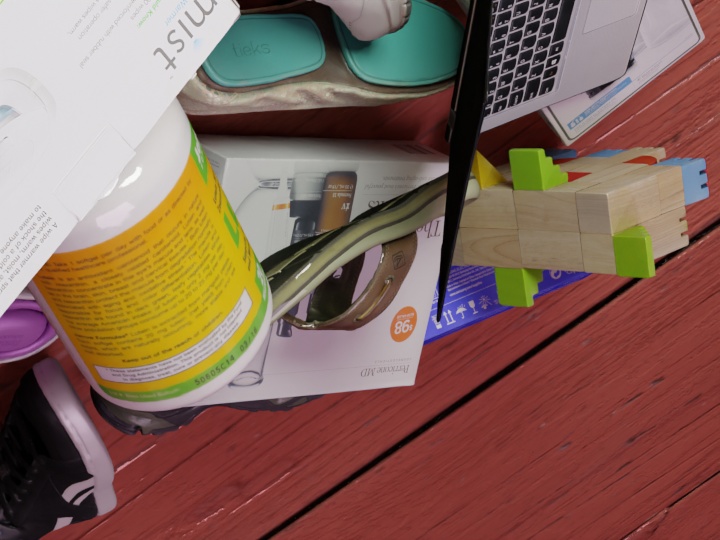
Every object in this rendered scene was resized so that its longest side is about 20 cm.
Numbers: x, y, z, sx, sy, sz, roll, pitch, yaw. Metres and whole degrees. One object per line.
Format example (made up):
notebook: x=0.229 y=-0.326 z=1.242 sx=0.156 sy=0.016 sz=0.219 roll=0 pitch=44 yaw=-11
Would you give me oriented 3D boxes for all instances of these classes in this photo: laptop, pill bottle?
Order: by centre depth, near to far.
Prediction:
pill bottle: x=-0.125 y=-0.030 z=0.975 sx=0.111 sy=0.111 sz=0.201 roll=-31 pitch=136 yaw=-7
laptop: x=0.108 y=-0.102 z=1.051 sx=0.199 sy=0.116 sz=0.188 roll=-22 pitch=150 yaw=-21

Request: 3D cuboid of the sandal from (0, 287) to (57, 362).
sandal: x=-0.243 y=0.040 z=1.072 sx=0.202 sy=0.050 sz=0.083 roll=-11 pitch=143 yaw=-38

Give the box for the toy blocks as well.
toy blocks: x=0.145 y=-0.042 z=1.258 sx=0.136 sy=0.199 sz=0.101 roll=-19 pitch=106 yaw=-41

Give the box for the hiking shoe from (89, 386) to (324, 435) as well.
hiking shoe: x=-0.072 y=0.042 z=1.242 sx=0.199 sy=0.076 sz=0.101 roll=-19 pitch=150 yaw=-26

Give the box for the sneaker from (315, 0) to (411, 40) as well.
sneaker: x=-0.033 y=-0.179 z=0.982 sx=0.087 sy=0.075 sz=0.200 roll=-25 pitch=145 yaw=7

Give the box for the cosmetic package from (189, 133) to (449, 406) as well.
cosmetic package: x=-0.034 y=-0.002 z=1.182 sx=0.199 sy=0.052 sz=0.152 roll=-3 pitch=113 yaw=-44

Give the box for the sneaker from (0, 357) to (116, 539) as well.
sneaker: x=-0.214 y=0.130 z=1.214 sx=0.111 sy=0.073 sz=0.200 roll=-27 pitch=158 yaw=-13

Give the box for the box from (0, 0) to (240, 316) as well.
box: x=-0.174 y=-0.094 z=0.775 sx=0.201 sy=0.096 sz=0.177 roll=-55 pitch=128 yaw=-18

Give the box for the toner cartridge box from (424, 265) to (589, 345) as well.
toner cartridge box: x=0.092 y=0.008 z=1.360 sx=0.199 sy=0.043 sz=0.095 roll=-22 pitch=177 yaw=-23

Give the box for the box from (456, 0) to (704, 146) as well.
box: x=0.123 y=-0.165 z=1.155 sx=0.116 sy=0.060 sz=0.200 roll=-37 pitch=151 yaw=4

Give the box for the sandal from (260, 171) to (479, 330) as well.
sandal: x=0.001 y=0.000 z=1.113 sx=0.200 sy=0.058 sz=0.080 roll=-29 pitch=-173 yaw=-34

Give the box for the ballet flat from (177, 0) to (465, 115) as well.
ballet flat: x=-0.029 y=-0.119 z=1.083 sx=0.199 sy=0.068 sz=0.062 roll=-5 pitch=167 yaw=-37
